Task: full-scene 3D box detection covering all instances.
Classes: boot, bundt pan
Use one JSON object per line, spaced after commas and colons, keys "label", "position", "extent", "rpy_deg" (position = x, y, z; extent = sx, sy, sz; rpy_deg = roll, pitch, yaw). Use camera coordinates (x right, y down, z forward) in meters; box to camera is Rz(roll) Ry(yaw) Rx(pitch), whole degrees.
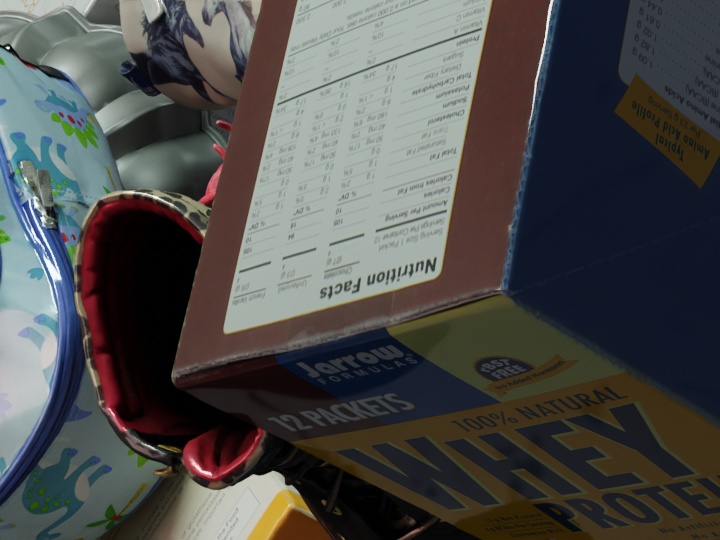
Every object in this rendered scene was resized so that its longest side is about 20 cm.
{"label": "boot", "position": [-0.008, 0.059, 0.738], "extent": [0.073, 0.150, 0.201], "rpy_deg": [-30, 72, 21]}
{"label": "bundt pan", "position": [-0.156, -0.018, 1.034], "extent": [0.202, 0.201, 0.076], "rpy_deg": [-56, -9, 12]}

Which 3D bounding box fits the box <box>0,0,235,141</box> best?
{"label": "box", "position": [-0.134, -0.096, 1.155], "extent": [0.201, 0.106, 0.152], "rpy_deg": [-56, 32, 11]}

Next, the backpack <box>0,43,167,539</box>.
{"label": "backpack", "position": [-0.175, 0.022, 0.893], "extent": [0.183, 0.147, 0.201], "rpy_deg": [-40, 62, 19]}

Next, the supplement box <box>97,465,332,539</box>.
{"label": "supplement box", "position": [-0.068, 0.109, 0.924], "extent": [0.126, 0.073, 0.200], "rpy_deg": [-57, 32, 9]}

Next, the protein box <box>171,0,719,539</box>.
{"label": "protein box", "position": [0.079, -0.031, 0.680], "extent": [0.134, 0.198, 0.201], "rpy_deg": [-15, 54, 47]}

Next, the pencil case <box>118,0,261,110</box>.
{"label": "pencil case", "position": [-0.020, -0.100, 0.894], "extent": [0.199, 0.089, 0.078], "rpy_deg": [8, 89, 55]}

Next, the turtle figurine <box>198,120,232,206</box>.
{"label": "turtle figurine", "position": [0.000, 0.000, 0.890], "extent": [0.199, 0.100, 0.151], "rpy_deg": [-10, 64, 45]}
